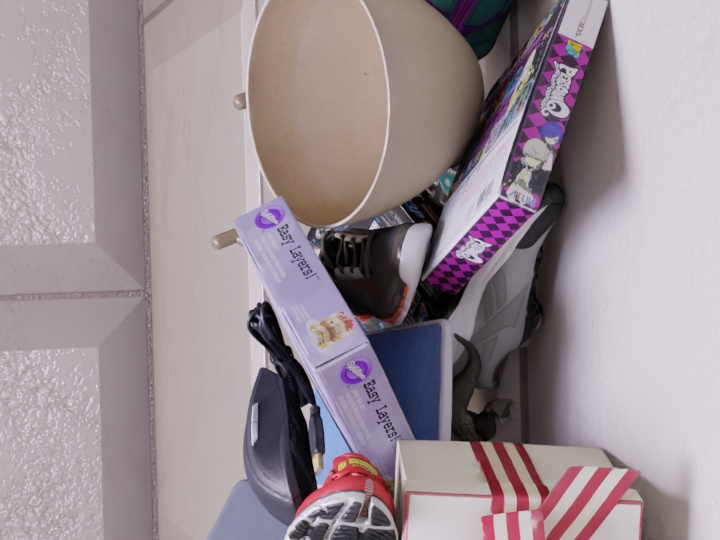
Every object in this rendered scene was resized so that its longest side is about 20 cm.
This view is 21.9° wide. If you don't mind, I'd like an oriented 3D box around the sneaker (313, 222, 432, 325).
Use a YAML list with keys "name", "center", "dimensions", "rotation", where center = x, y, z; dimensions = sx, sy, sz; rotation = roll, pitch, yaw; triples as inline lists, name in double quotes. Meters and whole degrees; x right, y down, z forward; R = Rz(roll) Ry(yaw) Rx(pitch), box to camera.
- name: "sneaker"
  center: [0.000, 0.000, 1.502]
  dimensions: [0.200, 0.082, 0.077]
  rotation: [137, 152, -71]

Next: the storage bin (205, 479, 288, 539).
- name: "storage bin"
  center: [-0.022, 0.237, 1.471]
  dimensions: [0.199, 0.134, 0.146]
  rotation: [20, 76, 37]

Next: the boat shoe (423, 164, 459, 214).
- name: "boat shoe"
  center: [0.073, -0.031, 1.643]
  dimensions: [0.067, 0.057, 0.201]
  rotation: [172, 96, -75]

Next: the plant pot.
- name: "plant pot"
  center: [0.018, -0.138, 1.459]
  dimensions: [0.200, 0.134, 0.201]
  rotation: [14, 107, 55]

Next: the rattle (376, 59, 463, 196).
- name: "rattle"
  center: [0.021, -0.123, 1.604]
  dimensions: [0.130, 0.142, 0.201]
  rotation: [-35, -73, -85]

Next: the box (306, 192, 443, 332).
- name: "box"
  center: [0.021, 0.012, 1.635]
  dimensions: [0.200, 0.046, 0.159]
  rotation: [53, 126, 40]

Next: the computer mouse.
- name: "computer mouse"
  center: [-0.060, 0.136, 1.441]
  dimensions: [0.141, 0.046, 0.201]
  rotation: [64, -169, -50]

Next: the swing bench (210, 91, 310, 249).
- name: "swing bench"
  center: [-0.031, -0.114, 1.832]
  dimensions: [0.129, 0.200, 0.199]
  rotation: [30, 136, 19]

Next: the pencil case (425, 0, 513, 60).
- name: "pencil case"
  center: [0.096, -0.243, 1.483]
  dimensions: [0.200, 0.085, 0.093]
  rotation: [119, 172, -63]

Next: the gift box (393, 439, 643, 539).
- name: "gift box"
  center: [0.116, 0.211, 1.295]
  dimensions: [0.187, 0.199, 0.185]
  rotation: [-94, 2, -81]

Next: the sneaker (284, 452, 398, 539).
- name: "sneaker"
  center: [-0.011, 0.165, 1.296]
  dimensions: [0.200, 0.077, 0.085]
  rotation: [100, 177, -70]

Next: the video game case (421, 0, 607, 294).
- name: "video game case"
  center: [0.113, -0.093, 1.399]
  dimensions: [0.200, 0.036, 0.182]
  rotation: [128, 164, -67]

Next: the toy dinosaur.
- name: "toy dinosaur"
  center: [0.086, 0.151, 1.490]
  dimensions: [0.102, 0.077, 0.201]
  rotation: [-6, 116, 43]

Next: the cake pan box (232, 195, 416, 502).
- name: "cake pan box"
  center: [-0.022, 0.063, 1.435]
  dimensions: [0.200, 0.052, 0.185]
  rotation: [57, 172, 48]

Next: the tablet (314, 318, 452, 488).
- name: "tablet"
  center: [0.015, 0.113, 1.524]
  dimensions: [0.200, 0.014, 0.131]
  rotation: [-13, 73, 57]

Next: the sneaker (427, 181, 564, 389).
- name: "sneaker"
  center: [0.117, 0.012, 1.485]
  dimensions: [0.074, 0.079, 0.201]
  rotation: [-77, 13, -57]
